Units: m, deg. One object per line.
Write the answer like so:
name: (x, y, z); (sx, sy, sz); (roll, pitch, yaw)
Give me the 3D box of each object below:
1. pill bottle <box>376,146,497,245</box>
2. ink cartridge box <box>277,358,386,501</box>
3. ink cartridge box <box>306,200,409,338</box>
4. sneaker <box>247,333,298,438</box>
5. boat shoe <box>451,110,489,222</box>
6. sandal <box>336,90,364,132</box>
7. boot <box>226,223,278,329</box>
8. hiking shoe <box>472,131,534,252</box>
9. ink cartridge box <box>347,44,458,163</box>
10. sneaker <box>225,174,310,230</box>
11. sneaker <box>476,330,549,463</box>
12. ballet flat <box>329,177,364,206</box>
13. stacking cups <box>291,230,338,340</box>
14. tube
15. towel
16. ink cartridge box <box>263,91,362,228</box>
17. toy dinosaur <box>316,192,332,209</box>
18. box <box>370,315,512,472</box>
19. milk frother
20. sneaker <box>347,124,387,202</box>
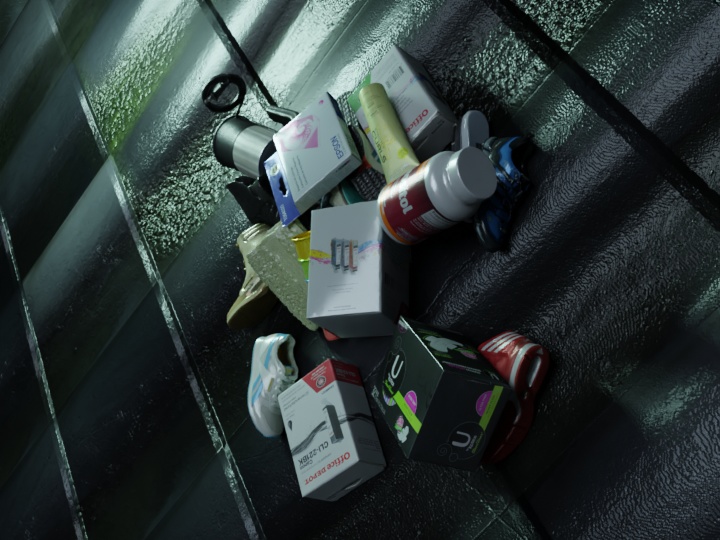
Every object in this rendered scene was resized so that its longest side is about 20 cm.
pill bottle: (0.124, -0.123, 1.404); (0.199, 0.111, 0.115); (-27, 58, 50)
ink cartridge box: (-0.053, 0.284, 1.540); (0.144, 0.083, 0.203); (-37, 54, 26)
ink cartridge box: (0.000, 0.000, 1.524); (0.142, 0.145, 0.204); (-6, 70, 23)
sneaker: (-0.165, 0.220, 1.673); (0.080, 0.076, 0.204); (-15, 68, 36)
boat shoe: (0.180, -0.175, 1.499); (0.066, 0.069, 0.204); (-20, 65, 56)
sandal: (-0.010, -0.256, 1.707); (0.074, 0.048, 0.204); (-15, 68, 33)
boot: (-0.225, 0.007, 1.800); (0.201, 0.072, 0.156); (-49, 50, 17)
hiking shoe: (0.234, -0.131, 1.423); (0.086, 0.074, 0.204); (-6, 72, 41)
ink cartridge box: (0.080, -0.291, 1.612); (0.145, 0.087, 0.202); (-45, 50, 23)
sneaker: (-0.186, -0.120, 1.772); (0.201, 0.060, 0.104); (52, 136, -5)
sneaker: (0.216, 0.190, 1.352); (0.203, 0.077, 0.115); (-63, 28, 8)
ballet flat: (-0.038, -0.157, 1.644); (0.062, 0.067, 0.202); (-46, 50, 34)
stacking cups: (-0.074, 0.030, 1.595); (0.060, 0.060, 0.204); (-5, 104, 41)
tube: (0.050, -0.240, 1.535); (0.058, 0.051, 0.203); (107, 147, -61)
towel: (-0.115, 0.005, 1.655); (0.200, 0.036, 0.148); (47, 113, 1)
ink cartridge box: (-0.104, -0.212, 1.637); (0.199, 0.043, 0.198); (-37, 47, 16)
toy dinosaur: (-0.054, -0.127, 1.714); (0.197, 0.105, 0.184); (25, 83, 11)
box: (0.117, 0.186, 1.332); (0.200, 0.122, 0.151); (-129, 57, -65)
milk frother: (-0.233, -0.294, 1.824); (0.187, 0.199, 0.183); (27, 90, 43)
sneaker: (0.022, -0.184, 1.621); (0.070, 0.093, 0.201); (-44, 54, 19)
